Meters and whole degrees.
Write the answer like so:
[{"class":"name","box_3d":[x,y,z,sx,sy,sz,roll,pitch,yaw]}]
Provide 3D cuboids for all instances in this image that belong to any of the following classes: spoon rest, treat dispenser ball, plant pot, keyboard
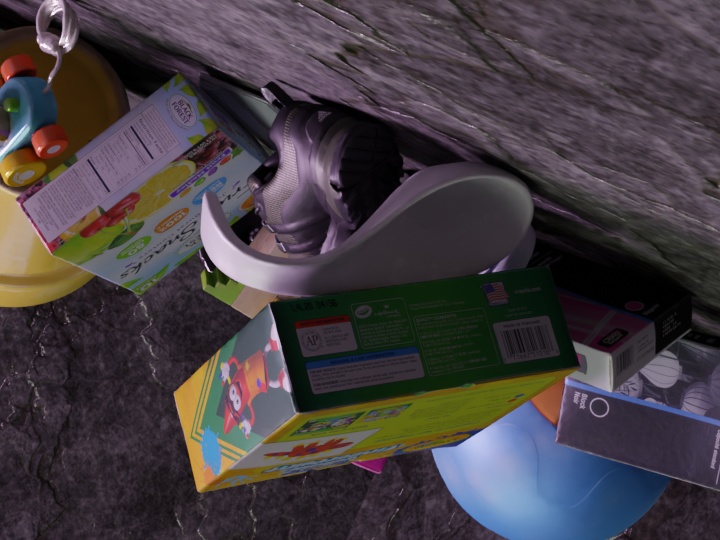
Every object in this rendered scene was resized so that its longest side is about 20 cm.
[{"class":"spoon rest","box_3d":[0.007,-0.020,1.135,0.198,0.061,0.100,-5,142,-11]},{"class":"treat dispenser ball","box_3d":[0.151,0.113,1.488,0.199,0.202,0.201,24,175,2]},{"class":"plant pot","box_3d":[-0.252,-0.090,1.438,0.199,0.202,0.189,25,159,-11]},{"class":"keyboard","box_3d":[-0.061,-0.101,1.363,0.056,0.011,0.200,18,174,16]}]

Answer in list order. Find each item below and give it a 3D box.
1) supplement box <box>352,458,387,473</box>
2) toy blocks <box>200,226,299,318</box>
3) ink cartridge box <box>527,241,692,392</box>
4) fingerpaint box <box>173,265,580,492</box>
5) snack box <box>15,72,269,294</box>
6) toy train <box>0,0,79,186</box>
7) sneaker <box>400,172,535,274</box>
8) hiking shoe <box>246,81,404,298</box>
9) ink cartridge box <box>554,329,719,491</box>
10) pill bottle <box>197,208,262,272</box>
[{"class":"supplement box","box_3d":[0.002,0.058,1.622,0.103,0.201,0.101,25,176,-10]},{"class":"toy blocks","box_3d":[0.000,0.000,1.443,0.199,0.137,0.100,31,-163,-21]},{"class":"ink cartridge box","box_3d":[0.119,0.021,1.322,0.199,0.037,0.094,18,-143,39]},{"class":"fingerpaint box","box_3d":[0.007,0.067,1.197,0.198,0.074,0.167,-7,162,-28]},{"class":"snack box","box_3d":[-0.141,-0.056,1.348,0.053,0.142,0.200,55,-176,13]},{"class":"toy train","box_3d":[-0.270,-0.130,1.278,0.199,0.152,0.055,10,-169,43]},{"class":"sneaker","box_3d":[0.041,-0.025,1.289,0.070,0.074,0.200,29,172,-28]},{"class":"hiking shoe","box_3d":[-0.023,-0.034,1.243,0.100,0.076,0.201,36,144,29]},{"class":"ink cartridge box","box_3d":[0.237,0.096,1.326,0.198,0.100,0.039,13,-165,20]},{"class":"pill bottle","box_3d":[-0.088,-0.020,1.762,0.111,0.113,0.200,24,176,3]}]
